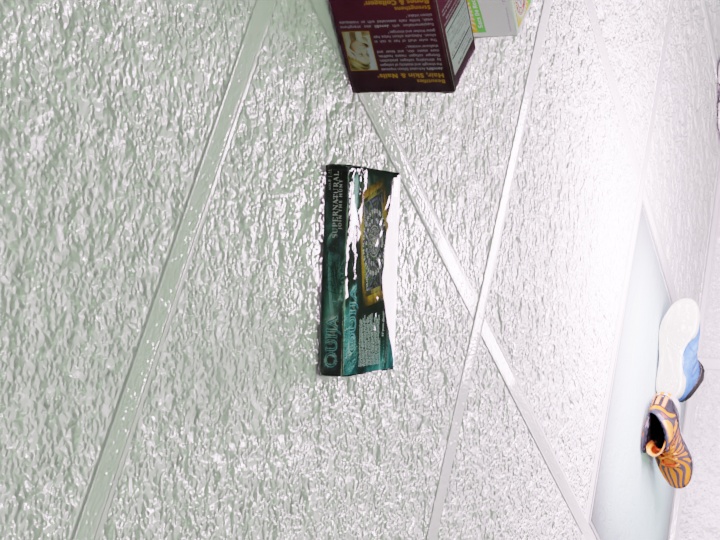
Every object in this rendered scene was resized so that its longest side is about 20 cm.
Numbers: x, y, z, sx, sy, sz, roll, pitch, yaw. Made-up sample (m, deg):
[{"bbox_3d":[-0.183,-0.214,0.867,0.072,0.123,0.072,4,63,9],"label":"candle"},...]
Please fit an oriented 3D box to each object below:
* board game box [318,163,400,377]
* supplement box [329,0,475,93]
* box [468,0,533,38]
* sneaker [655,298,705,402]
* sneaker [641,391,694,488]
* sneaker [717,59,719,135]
[{"bbox_3d":[0.000,0.000,1.431,0.135,0.028,0.202,1,91,-67],"label":"board game box"},{"bbox_3d":[0.033,-0.274,1.387,0.086,0.109,0.201,-62,146,-46],"label":"supplement box"},{"bbox_3d":[0.122,-0.367,1.601,0.113,0.101,0.201,-64,146,-45],"label":"box"},{"bbox_3d":[0.630,0.159,2.854,0.111,0.076,0.202,21,76,-59],"label":"sneaker"},{"bbox_3d":[0.567,0.338,2.745,0.112,0.077,0.201,-43,120,-54],"label":"sneaker"},{"bbox_3d":[0.867,-0.392,3.378,0.074,0.079,0.202,-32,122,-64],"label":"sneaker"}]
